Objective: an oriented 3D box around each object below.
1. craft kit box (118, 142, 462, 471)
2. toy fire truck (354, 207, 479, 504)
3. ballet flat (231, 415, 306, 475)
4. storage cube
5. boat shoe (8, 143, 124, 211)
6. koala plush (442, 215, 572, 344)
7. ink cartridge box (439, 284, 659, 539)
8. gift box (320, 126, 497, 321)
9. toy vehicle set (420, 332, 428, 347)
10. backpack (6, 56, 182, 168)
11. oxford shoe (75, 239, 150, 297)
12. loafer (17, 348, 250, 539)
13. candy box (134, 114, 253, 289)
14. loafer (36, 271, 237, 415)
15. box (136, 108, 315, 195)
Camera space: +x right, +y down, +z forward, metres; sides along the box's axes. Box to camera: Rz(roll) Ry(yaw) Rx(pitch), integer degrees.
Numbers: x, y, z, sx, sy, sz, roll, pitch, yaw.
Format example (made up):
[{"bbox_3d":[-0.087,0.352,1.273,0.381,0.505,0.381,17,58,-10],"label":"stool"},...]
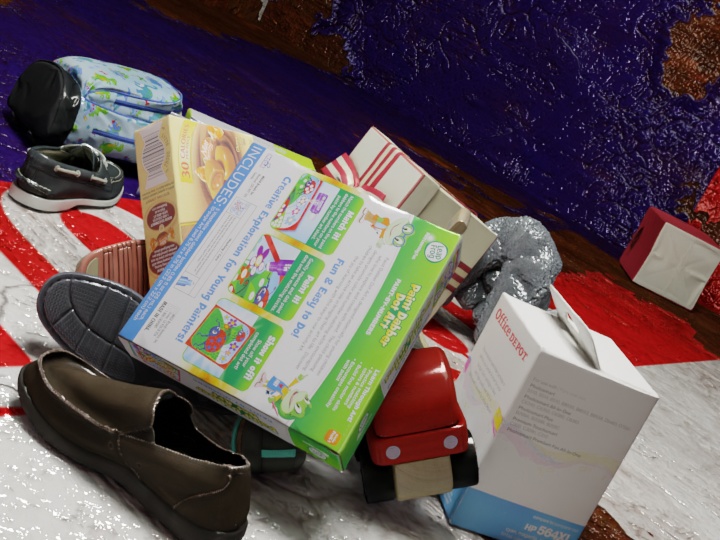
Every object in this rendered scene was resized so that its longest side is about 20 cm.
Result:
[{"bbox_3d":[-0.050,0.020,0.773,0.196,0.201,0.049,24,-24,18],"label":"craft kit box"},{"bbox_3d":[0.047,0.065,0.839,0.127,0.203,0.176,-9,21,-4],"label":"toy fire truck"},{"bbox_3d":[-0.046,0.116,0.833,0.067,0.069,0.200,2,19,12],"label":"ballet flat"},{"bbox_3d":[0.777,-0.032,2.493,0.198,0.173,0.180,27,16,-2],"label":"storage cube"},{"bbox_3d":[-0.315,-0.111,1.121,0.075,0.061,0.200,28,16,4],"label":"boat shoe"},{"bbox_3d":[0.214,0.028,1.399,0.177,0.184,0.200,43,5,29],"label":"koala plush"},{"bbox_3d":[0.161,0.127,0.895,0.124,0.202,0.129,22,16,-15],"label":"ink cartridge box"},{"bbox_3d":[0.035,-0.047,1.297,0.186,0.201,0.184,35,4,-36],"label":"gift box"},{"bbox_3d":[0.000,0.000,1.043,0.124,0.026,0.201,35,25,-45],"label":"toy vehicle set"},{"bbox_3d":[-0.326,-0.203,1.292,0.199,0.155,0.163,31,2,-42],"label":"backpack"},{"bbox_3d":[-0.203,0.005,0.968,0.073,0.072,0.199,6,2,36],"label":"oxford shoe"},{"bbox_3d":[-0.148,0.106,0.687,0.199,0.072,0.073,32,16,14],"label":"loafer"},{"bbox_3d":[-0.145,-0.034,0.941,0.055,0.203,0.115,-15,-13,36],"label":"candy box"},{"bbox_3d":[-0.174,0.062,0.822,0.198,0.073,0.063,29,-5,-19],"label":"loafer"},{"bbox_3d":[-0.171,-0.118,1.271,0.198,0.123,0.048,21,20,-21],"label":"box"}]
